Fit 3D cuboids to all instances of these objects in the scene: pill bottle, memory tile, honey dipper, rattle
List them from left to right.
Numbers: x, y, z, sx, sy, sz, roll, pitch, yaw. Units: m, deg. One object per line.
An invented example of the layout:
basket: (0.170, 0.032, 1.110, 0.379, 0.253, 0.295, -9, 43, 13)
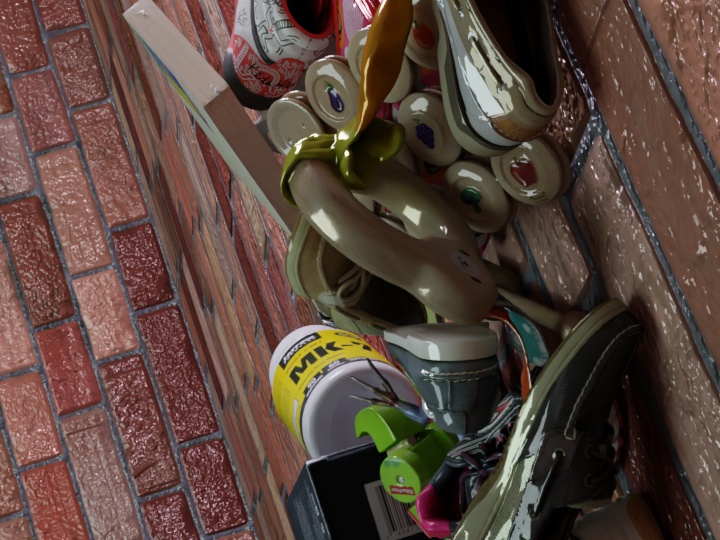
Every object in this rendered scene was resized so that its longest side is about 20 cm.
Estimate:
pill bottle: (-0.021, 0.120, 1.592, 0.200, 0.113, 0.115, -146, 41, -71)
memory tile: (0.030, -0.078, 1.041, 0.154, 0.017, 0.200, 54, 142, -4)
rattle: (0.062, -0.042, 0.964, 0.200, 0.143, 0.130, 41, -173, 20)
honey dipper: (0.104, 0.025, 1.074, 0.200, 0.038, 0.038, -147, 42, -74)

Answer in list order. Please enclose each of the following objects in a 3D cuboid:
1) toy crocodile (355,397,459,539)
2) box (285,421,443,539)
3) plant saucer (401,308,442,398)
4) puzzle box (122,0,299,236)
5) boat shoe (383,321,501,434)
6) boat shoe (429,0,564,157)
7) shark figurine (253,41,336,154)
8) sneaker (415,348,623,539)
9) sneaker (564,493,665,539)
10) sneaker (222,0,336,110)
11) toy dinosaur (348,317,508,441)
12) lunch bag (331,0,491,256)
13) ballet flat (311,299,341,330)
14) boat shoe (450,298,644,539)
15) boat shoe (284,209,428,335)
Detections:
toy crocodile: (0.067, 0.183, 1.279, 0.201, 0.067, 0.062, 52, 134, 4)
box: (0.028, 0.207, 1.402, 0.200, 0.147, 0.108, 113, 140, -71)
plant saucer: (0.043, 0.007, 1.357, 0.200, 0.031, 0.202, 163, 90, -78)
puzzle box: (-0.099, -0.107, 1.268, 0.133, 0.025, 0.200, 49, 175, 38)
boat shoe: (0.055, 0.067, 1.091, 0.200, 0.072, 0.063, -157, 61, -86)
boat shoe: (0.071, -0.169, 0.929, 0.068, 0.074, 0.202, -22, 82, 58)
shark figurine: (-0.029, -0.160, 1.306, 0.216, 0.089, 0.129, -63, 27, 27)
sneaker: (0.102, 0.119, 1.065, 0.081, 0.074, 0.201, 66, 147, 30)
sneaker: (0.136, 0.211, 1.062, 0.201, 0.087, 0.076, 87, 161, -51)
sneaker: (-0.056, -0.228, 1.231, 0.108, 0.067, 0.203, -37, 48, 50)
toy dinosaur: (0.097, 0.096, 1.210, 0.199, 0.105, 0.184, 9, 108, 39)
lunch bag: (0.031, -0.118, 1.149, 0.177, 0.081, 0.202, -115, 15, -52)
ballet flat: (-0.014, -0.012, 1.358, 0.201, 0.071, 0.072, 92, 158, -56)
boat shoe: (0.116, 0.114, 0.952, 0.066, 0.072, 0.202, 35, 107, 27)
boat shoe: (-0.001, 0.003, 1.203, 0.201, 0.063, 0.074, 58, -131, -64)
